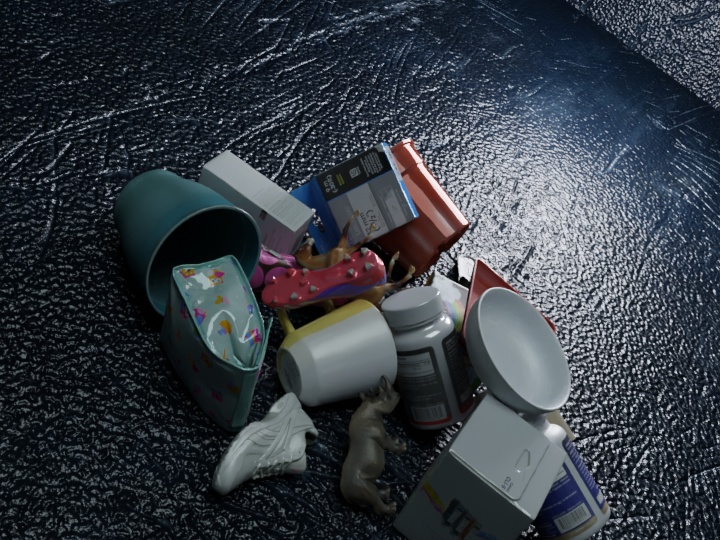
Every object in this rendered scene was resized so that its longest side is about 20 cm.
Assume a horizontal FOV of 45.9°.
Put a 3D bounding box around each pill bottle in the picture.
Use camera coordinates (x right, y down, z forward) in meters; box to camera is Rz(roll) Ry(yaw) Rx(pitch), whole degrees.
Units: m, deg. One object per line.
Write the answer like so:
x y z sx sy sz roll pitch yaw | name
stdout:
0.103 0.135 1.335 0.113 0.113 0.203 -33 112 -47 | pill bottle
0.284 0.308 1.297 0.115 0.115 0.202 -26 85 -45 | pill bottle

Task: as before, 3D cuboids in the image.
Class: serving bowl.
0.224 0.128 1.269 0.199 0.066 0.202 28 43 -29 | serving bowl

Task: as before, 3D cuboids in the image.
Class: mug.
-0.055 0.131 1.324 0.151 0.152 0.186 -16 27 -30 | mug

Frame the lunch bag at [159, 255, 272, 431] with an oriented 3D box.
-0.199 0.109 1.215 0.121 0.171 0.201 -15 56 -31 | lunch bag

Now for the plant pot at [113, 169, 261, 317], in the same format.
-0.286 -0.056 1.332 0.198 0.203 0.188 -13 40 -39 | plant pot

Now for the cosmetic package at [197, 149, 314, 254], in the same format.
-0.192 -0.103 1.485 0.198 0.114 0.081 33 39 6 | cosmetic package

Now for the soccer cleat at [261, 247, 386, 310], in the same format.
-0.055 0.026 1.315 0.197 0.077 0.067 -20 51 9 | soccer cleat

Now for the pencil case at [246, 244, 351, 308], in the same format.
-0.095 0.009 1.423 0.197 0.095 0.091 11 34 -11 | pencil case

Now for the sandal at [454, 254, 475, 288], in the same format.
0.218 0.035 1.633 0.074 0.048 0.202 14 42 -18 | sandal

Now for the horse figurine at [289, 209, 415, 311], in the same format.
0.000 0.000 1.372 0.200 0.133 0.050 45 2 -13 | horse figurine

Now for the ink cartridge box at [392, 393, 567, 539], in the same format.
0.168 0.309 1.204 0.144 0.201 0.145 37 40 10 | ink cartridge box

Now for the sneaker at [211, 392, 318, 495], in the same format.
-0.123 0.255 1.188 0.099 0.078 0.200 41 42 9 | sneaker

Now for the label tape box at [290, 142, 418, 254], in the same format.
-0.015 -0.117 1.503 0.145 0.198 0.066 65 11 -3 | label tape box

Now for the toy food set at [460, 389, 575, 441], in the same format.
0.262 0.260 1.433 0.198 0.060 0.145 -19 71 -40 | toy food set

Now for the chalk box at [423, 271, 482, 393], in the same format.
0.176 0.121 1.465 0.198 0.125 0.126 27 39 -4 | chalk box

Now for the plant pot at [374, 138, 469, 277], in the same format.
0.091 -0.106 1.608 0.196 0.201 0.200 48 43 9 | plant pot

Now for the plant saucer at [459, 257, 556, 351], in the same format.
0.237 0.106 1.387 0.199 0.037 0.201 39 37 -16 | plant saucer

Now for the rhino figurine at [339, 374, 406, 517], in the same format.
0.020 0.250 1.243 0.086 0.060 0.203 17 69 -18 | rhino figurine
